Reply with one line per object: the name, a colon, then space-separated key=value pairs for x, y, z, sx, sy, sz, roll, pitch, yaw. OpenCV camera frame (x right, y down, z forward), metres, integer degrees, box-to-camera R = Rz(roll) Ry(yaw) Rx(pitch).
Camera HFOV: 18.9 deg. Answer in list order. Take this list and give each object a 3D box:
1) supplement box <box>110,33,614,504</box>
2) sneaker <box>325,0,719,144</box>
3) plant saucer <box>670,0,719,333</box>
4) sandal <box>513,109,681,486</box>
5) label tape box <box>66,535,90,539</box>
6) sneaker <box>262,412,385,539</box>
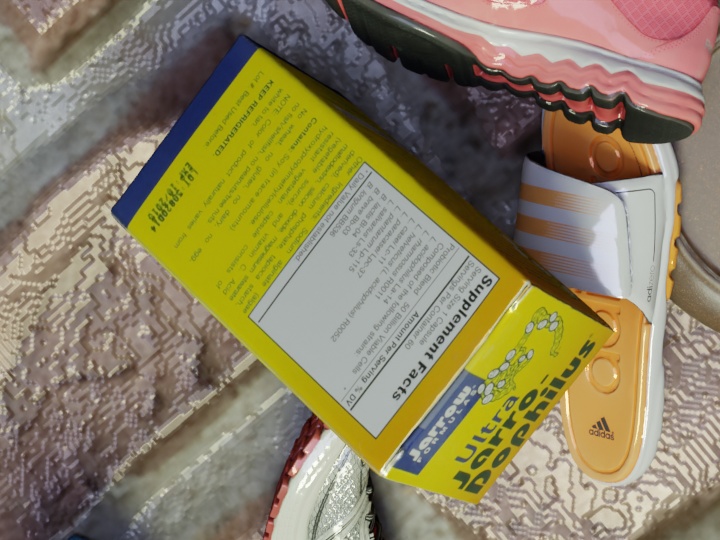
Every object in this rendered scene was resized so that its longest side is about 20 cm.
supplement box: x=0.000 y=0.000 z=1.008 sx=0.200 sy=0.109 sz=0.109 roll=43 pitch=99 yaw=28
sneaker: x=0.074 y=-0.128 z=1.010 sx=0.199 sy=0.074 sz=0.087 roll=20 pitch=80 yaw=5
plant saucer: x=0.217 y=-0.055 z=1.044 sx=0.199 sy=0.032 sz=0.202 roll=2 pitch=101 yaw=11
sandal: x=0.110 y=0.010 z=1.046 sx=0.079 sy=0.059 sz=0.208 roll=7 pitch=105 yaw=44
label tape box: x=-0.164 y=0.258 z=1.117 sx=0.063 sy=0.144 sz=0.201 roll=17 pitch=104 yaw=4
sneaker: x=-0.010 y=0.144 z=1.108 sx=0.082 sy=0.078 sz=0.201 roll=15 pitch=113 yaw=3
